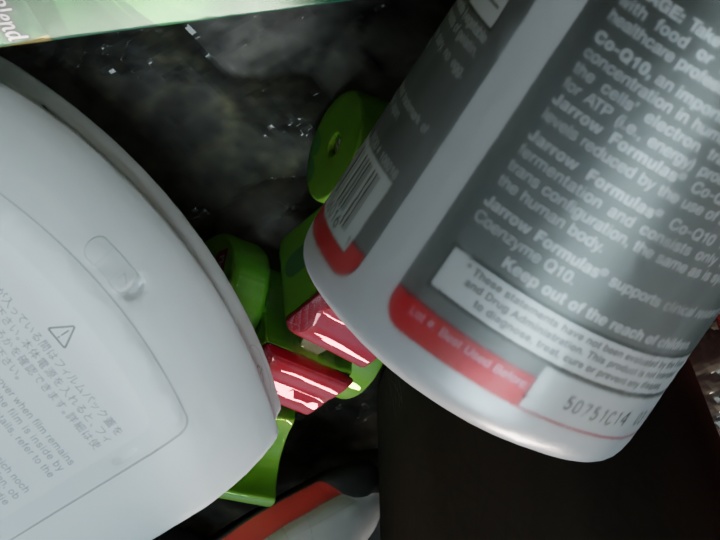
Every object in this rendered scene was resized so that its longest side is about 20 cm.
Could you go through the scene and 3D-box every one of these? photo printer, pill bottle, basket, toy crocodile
[{"bbox_3d":[-0.137,0.035,0.945,0.200,0.069,0.166,-33,110,17],"label":"photo printer"},{"bbox_3d":[0.081,-0.056,0.850,0.114,0.114,0.200,24,110,-29],"label":"pill bottle"},{"bbox_3d":[0.072,0.113,0.994,0.136,0.200,0.180,15,133,-23],"label":"basket"},{"bbox_3d":[0.000,0.000,0.966,0.067,0.062,0.200,22,129,-28],"label":"toy crocodile"}]

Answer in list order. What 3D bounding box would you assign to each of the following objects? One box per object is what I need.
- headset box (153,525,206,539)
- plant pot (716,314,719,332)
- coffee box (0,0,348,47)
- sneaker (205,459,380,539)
[{"bbox_3d":[-0.038,0.192,1.100,0.200,0.149,0.075,28,133,-33],"label":"headset box"},{"bbox_3d":[0.216,0.020,0.933,0.200,0.183,0.201,-5,135,-5],"label":"plant pot"},{"bbox_3d":[-0.071,-0.123,0.838,0.200,0.044,0.123,-7,137,-1],"label":"coffee box"},{"bbox_3d":[-0.041,0.149,1.009,0.067,0.201,0.108,-34,89,44],"label":"sneaker"}]
